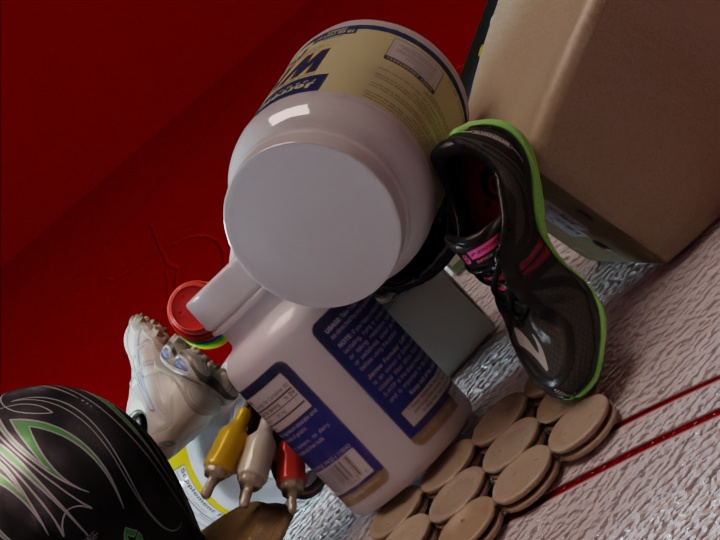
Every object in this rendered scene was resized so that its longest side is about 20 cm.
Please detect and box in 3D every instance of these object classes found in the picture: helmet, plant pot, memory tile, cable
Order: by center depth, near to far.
[{"bbox_3d":[0.087,0.138,1.281,0.200,0.017,0.153,-42,15,7],"label":"memory tile"},{"bbox_3d":[0.186,-0.114,1.384,0.178,0.199,0.200,-60,17,-9],"label":"plant pot"},{"bbox_3d":[-0.226,0.179,1.407,0.200,0.191,0.200,-39,10,9],"label":"helmet"},{"bbox_3d":[-0.062,0.092,1.435,0.050,0.097,0.201,124,156,-61],"label":"cable"}]

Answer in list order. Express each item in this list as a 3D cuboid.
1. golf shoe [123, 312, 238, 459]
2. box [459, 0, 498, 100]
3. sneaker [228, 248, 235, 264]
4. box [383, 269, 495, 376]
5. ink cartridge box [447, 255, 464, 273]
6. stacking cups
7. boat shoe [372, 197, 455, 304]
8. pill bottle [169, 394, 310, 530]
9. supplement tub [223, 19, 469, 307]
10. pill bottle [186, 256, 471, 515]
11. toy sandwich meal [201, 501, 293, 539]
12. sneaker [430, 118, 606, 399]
[{"bbox_3d":[-0.168,0.096,1.540,0.097,0.078,0.200,-55,18,-4],"label":"golf shoe"},{"bbox_3d":[0.154,-0.190,1.617,0.040,0.137,0.201,39,118,39],"label":"box"},{"bbox_3d":[-0.080,0.030,1.630,0.073,0.201,0.112,-18,25,-11],"label":"sneaker"},{"bbox_3d":[0.030,0.036,1.584,0.095,0.078,0.200,-46,15,-3],"label":"box"},{"bbox_3d":[0.056,-0.072,1.756,0.059,0.104,0.200,-43,15,3],"label":"ink cartridge box"},{"bbox_3d":[-0.129,0.035,1.589,0.061,0.060,0.200,-46,1,-5],"label":"stacking cups"},{"bbox_3d":[0.000,0.000,1.461,0.200,0.075,0.093,-40,11,20],"label":"boat shoe"},{"bbox_3d":[-0.121,0.164,1.583,0.200,0.111,0.111,-32,19,38],"label":"pill bottle"},{"bbox_3d":[-0.009,-0.075,1.326,0.145,0.145,0.200,-36,14,28],"label":"supplement tub"},{"bbox_3d":[-0.026,0.067,1.381,0.120,0.200,0.120,-43,3,3],"label":"pill bottle"},{"bbox_3d":[-0.113,0.257,1.411,0.205,0.070,0.205,-40,10,8],"label":"toy sandwich meal"},{"bbox_3d":[0.096,-0.003,1.263,0.084,0.201,0.077,-9,-19,-47],"label":"sneaker"}]
